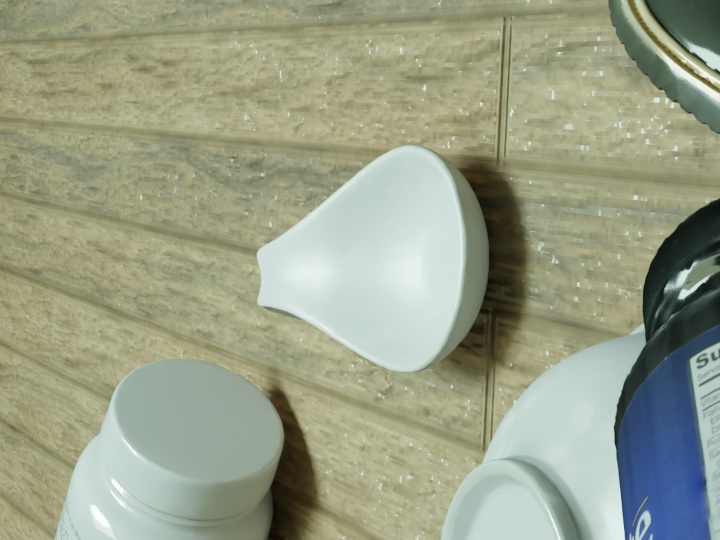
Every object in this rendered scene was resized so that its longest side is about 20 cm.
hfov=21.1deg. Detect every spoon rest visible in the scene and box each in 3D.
[{"bbox_3d":[0.000,0.000,0.893,0.200,0.060,0.100,166,103,-66],"label":"spoon rest"}]

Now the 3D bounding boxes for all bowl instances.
[{"bbox_3d":[0.087,0.111,0.667,0.201,0.090,0.202,-179,90,-65],"label":"bowl"}]

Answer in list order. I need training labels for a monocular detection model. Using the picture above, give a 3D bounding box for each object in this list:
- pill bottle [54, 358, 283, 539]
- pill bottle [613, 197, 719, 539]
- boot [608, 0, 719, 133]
[{"bbox_3d":[-0.113,0.153,1.073,0.114,0.113,0.201,-116,36,-44],"label":"pill bottle"},{"bbox_3d":[0.126,0.070,0.515,0.200,0.111,0.112,-87,15,-50],"label":"pill bottle"},{"bbox_3d":[0.131,-0.133,0.599,0.139,0.077,0.200,-66,34,32],"label":"boot"}]
